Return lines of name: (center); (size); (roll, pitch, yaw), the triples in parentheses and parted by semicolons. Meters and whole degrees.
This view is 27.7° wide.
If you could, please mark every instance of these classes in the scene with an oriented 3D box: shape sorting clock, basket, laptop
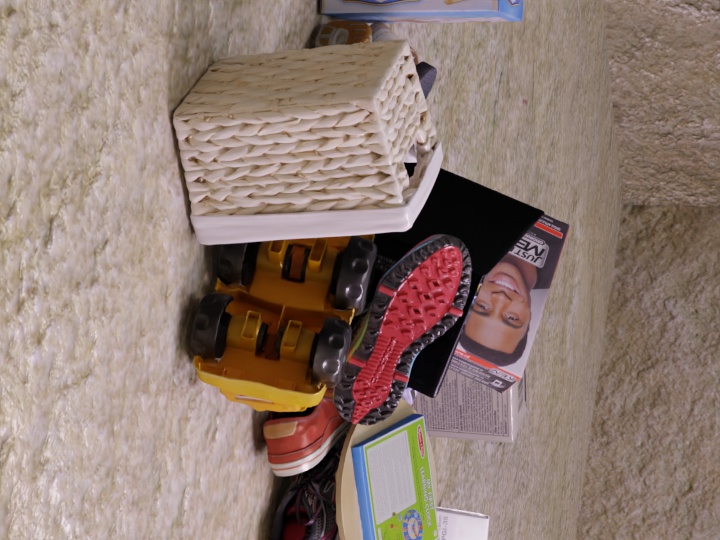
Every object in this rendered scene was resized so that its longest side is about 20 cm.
shape sorting clock: (0.027, 0.228, 1.492); (0.200, 0.039, 0.200); (7, 82, -55)
basket: (-0.046, -0.111, 1.237); (0.136, 0.200, 0.123); (-64, 145, -54)
laptop: (0.049, -0.004, 1.451); (0.116, 0.187, 0.200); (4, 108, -66)

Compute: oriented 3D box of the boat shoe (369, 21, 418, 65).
boat shoe: (0.019, -0.186, 1.638); (0.065, 0.072, 0.200); (56, -28, 37)

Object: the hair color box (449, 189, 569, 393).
hair color box: (0.151, 0.022, 1.602); (0.061, 0.101, 0.200); (126, -14, -63)

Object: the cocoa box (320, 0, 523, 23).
cocoa box: (0.069, -0.335, 1.570); (0.133, 0.200, 0.131); (-15, 107, -72)

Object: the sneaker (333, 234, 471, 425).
sneaker: (0.029, 0.040, 1.341); (0.200, 0.079, 0.096); (-57, -162, 20)

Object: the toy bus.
toy bus: (-0.069, 0.059, 1.324); (0.192, 0.136, 0.200); (96, 8, -55)

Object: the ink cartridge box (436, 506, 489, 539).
ink cartridge box: (0.063, 0.347, 1.662); (0.200, 0.083, 0.147); (156, -57, -66)

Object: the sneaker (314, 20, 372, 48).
sneaker: (-0.025, -0.176, 1.498); (0.200, 0.076, 0.088); (-64, 155, -49)

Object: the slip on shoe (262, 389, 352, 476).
slip on shoe: (-0.048, 0.138, 1.475); (0.200, 0.074, 0.061); (-48, 123, -64)

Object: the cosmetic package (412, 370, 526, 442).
cosmetic package: (0.086, 0.130, 1.685); (0.087, 0.200, 0.103); (-53, 144, -63)

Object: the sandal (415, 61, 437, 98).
sandal: (0.000, -0.141, 1.487); (0.200, 0.043, 0.076); (-47, 169, 4)

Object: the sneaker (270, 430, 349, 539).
sneaker: (-0.041, 0.226, 1.486); (0.075, 0.081, 0.200); (57, 35, -45)

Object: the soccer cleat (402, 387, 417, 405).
soccer cleat: (0.035, 0.123, 1.565); (0.073, 0.200, 0.068); (8, 43, -42)
